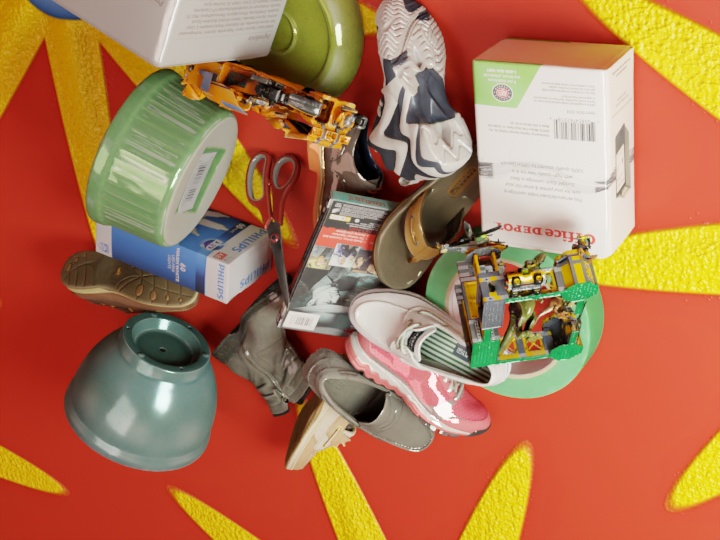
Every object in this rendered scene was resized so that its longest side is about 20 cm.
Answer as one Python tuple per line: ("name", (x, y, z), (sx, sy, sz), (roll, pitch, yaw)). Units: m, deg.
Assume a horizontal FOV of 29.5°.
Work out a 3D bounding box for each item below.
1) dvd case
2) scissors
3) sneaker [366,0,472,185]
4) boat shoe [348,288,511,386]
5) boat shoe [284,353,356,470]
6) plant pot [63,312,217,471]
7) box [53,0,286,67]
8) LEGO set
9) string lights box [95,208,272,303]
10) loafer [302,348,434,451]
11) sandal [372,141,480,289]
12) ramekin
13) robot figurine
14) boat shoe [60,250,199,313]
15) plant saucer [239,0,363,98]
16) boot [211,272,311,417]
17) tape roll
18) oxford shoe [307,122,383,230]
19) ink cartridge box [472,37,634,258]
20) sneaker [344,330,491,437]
("dvd case", (0.000, 0.000, 1.577), (0.145, 0.022, 0.201), (9, 128, -20))
("scissors", (-0.106, -0.047, 1.608), (0.073, 0.014, 0.201), (-5, 73, 23))
("sneaker", (0.042, -0.183, 1.472), (0.129, 0.079, 0.200), (-31, 80, 56))
("boat shoe", (0.073, 0.073, 1.526), (0.199, 0.067, 0.074), (18, 103, 17))
("boat shoe", (-0.036, 0.190, 1.724), (0.069, 0.074, 0.200), (21, 130, -12))
("plant pot", (-0.270, 0.141, 1.772), (0.200, 0.200, 0.135), (33, 121, 13))
("box", (-0.197, -0.336, 1.439), (0.199, 0.200, 0.172), (33, 116, 23))
("LEGO set", (0.163, 0.010, 1.405), (0.153, 0.117, 0.200), (-12, 151, 4))
("string lights box", (-0.219, -0.035, 1.701), (0.199, 0.103, 0.059), (20, 123, 22))
("loafer", (0.014, 0.166, 1.635), (0.199, 0.070, 0.070), (33, 100, -27))
("sandal", (0.082, -0.053, 1.497), (0.080, 0.054, 0.200), (25, 118, -29))
("ramekin", (-0.227, -0.125, 1.604), (0.097, 0.200, 0.201), (28, 126, 9))
("robot figurine", (-0.090, -0.181, 1.488), (0.199, 0.145, 0.059), (24, 99, 31))
("boat shoe", (-0.297, 0.021, 1.811), (0.199, 0.072, 0.068), (8, 152, 20))
("plant saucer", (-0.090, -0.274, 1.541), (0.199, 0.031, 0.201), (14, 120, 26))
("boot", (-0.095, 0.096, 1.725), (0.131, 0.068, 0.200), (42, 137, 1))
("tape roll", (0.171, 0.044, 1.532), (0.199, 0.048, 0.202), (15, 121, 26))
("oxford shoe", (-0.011, -0.082, 1.568), (0.072, 0.071, 0.201), (3, 116, 25))
("ink cartridge box", (0.199, -0.126, 1.400), (0.145, 0.084, 0.201), (9, 119, 28))
("sneaker", (0.080, 0.119, 1.600), (0.200, 0.074, 0.087), (35, 118, -5))
